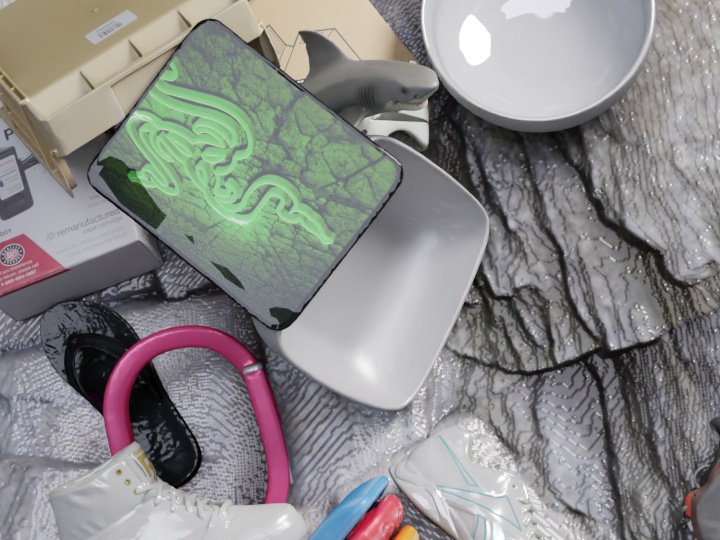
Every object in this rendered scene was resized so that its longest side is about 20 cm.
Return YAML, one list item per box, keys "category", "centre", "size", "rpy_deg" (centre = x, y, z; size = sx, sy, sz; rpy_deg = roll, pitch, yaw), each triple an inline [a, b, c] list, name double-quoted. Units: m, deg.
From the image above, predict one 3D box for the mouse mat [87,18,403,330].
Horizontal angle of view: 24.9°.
- category: "mouse mat"
  centre: [-0.088, -0.073, 1.230]
  size: [0.200, 0.008, 0.161]
  rpy_deg: [38, 94, 7]

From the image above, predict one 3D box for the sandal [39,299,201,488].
- category: "sandal"
  centre: [-0.207, 0.099, 1.403]
  size: [0.075, 0.048, 0.200]
  rpy_deg: [-40, 73, -2]

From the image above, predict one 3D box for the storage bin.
- category: "storage bin"
  centre: [-0.197, -0.177, 1.328]
  size: [0.200, 0.094, 0.199]
  rpy_deg: [-33, 40, -12]

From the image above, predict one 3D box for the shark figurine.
- category: "shark figurine"
  centre: [-0.047, -0.139, 1.284]
  size: [0.214, 0.128, 0.090]
  rpy_deg: [-21, 107, 8]

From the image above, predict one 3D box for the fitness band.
- category: "fitness band"
  centre: [-0.135, 0.145, 1.359]
  size: [0.143, 0.037, 0.200]
  rpy_deg: [-15, 91, -2]

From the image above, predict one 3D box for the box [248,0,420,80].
- category: "box"
  centre: [-0.056, -0.162, 1.416]
  size: [0.200, 0.021, 0.164]
  rpy_deg: [-39, 88, -17]

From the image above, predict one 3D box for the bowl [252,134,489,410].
- category: "bowl"
  centre: [0.000, 0.000, 1.329]
  size: [0.075, 0.200, 0.200]
  rpy_deg: [18, 80, 42]

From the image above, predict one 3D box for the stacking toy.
- category: "stacking toy"
  centre: [0.046, 0.265, 1.294]
  size: [0.200, 0.110, 0.116]
  rpy_deg: [38, 99, 6]

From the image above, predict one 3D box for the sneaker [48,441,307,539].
- category: "sneaker"
  centre: [-0.151, 0.190, 1.309]
  size: [0.200, 0.074, 0.116]
  rpy_deg: [-15, 96, 3]

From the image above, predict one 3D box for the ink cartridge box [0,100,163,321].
- category: "ink cartridge box"
  centre: [-0.278, -0.078, 1.445]
  size: [0.145, 0.083, 0.200]
  rpy_deg: [-22, 72, 3]

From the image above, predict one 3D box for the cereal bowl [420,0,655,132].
- category: "cereal bowl"
  centre: [0.154, -0.207, 1.405]
  size: [0.200, 0.083, 0.200]
  rpy_deg: [-3, 74, 9]

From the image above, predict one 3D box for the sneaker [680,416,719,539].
- category: "sneaker"
  centre: [0.293, 0.207, 1.285]
  size: [0.082, 0.077, 0.200]
  rpy_deg: [2, 72, 39]

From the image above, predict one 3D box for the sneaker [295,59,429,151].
- category: "sneaker"
  centre: [-0.032, -0.113, 1.361]
  size: [0.200, 0.074, 0.089]
  rpy_deg: [-14, 82, -15]

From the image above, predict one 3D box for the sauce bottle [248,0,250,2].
- category: "sauce bottle"
  centre: [-0.107, -0.163, 1.450]
  size: [0.066, 0.066, 0.200]
  rpy_deg: [8, 75, 12]

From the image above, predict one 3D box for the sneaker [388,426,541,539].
- category: "sneaker"
  centre: [0.113, 0.206, 1.306]
  size: [0.080, 0.070, 0.200]
  rpy_deg: [-42, 71, -6]
